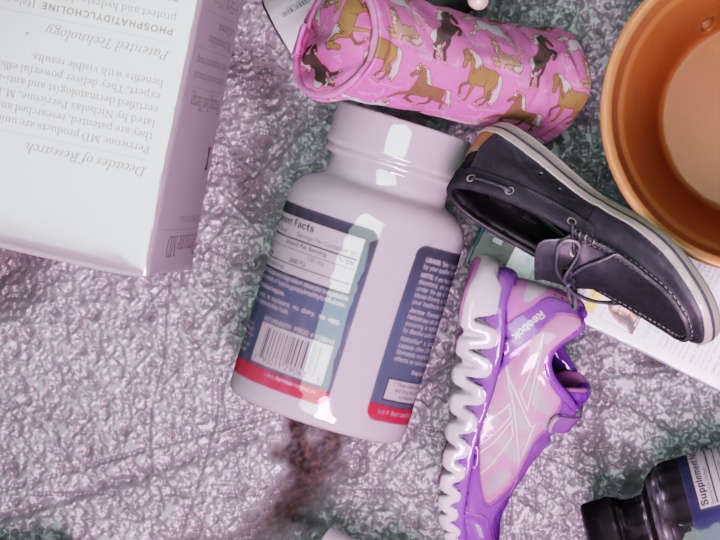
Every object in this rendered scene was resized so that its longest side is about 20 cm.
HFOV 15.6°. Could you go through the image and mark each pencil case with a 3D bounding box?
[{"bbox_3d":[0.053,-0.130,1.653,0.083,0.200,0.087,-48,50,34],"label":"pencil case"}]

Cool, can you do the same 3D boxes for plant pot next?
[{"bbox_3d":[0.251,-0.097,1.656,0.200,0.140,0.201,0,91,5],"label":"plant pot"}]

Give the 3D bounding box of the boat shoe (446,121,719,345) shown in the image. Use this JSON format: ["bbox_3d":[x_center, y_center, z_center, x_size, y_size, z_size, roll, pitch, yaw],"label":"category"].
[{"bbox_3d":[0.135,-0.013,1.614,0.200,0.075,0.062,39,67,20],"label":"boat shoe"}]

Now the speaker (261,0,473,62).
[{"bbox_3d":[0.040,-0.195,1.708,0.200,0.081,0.081,-31,87,5],"label":"speaker"}]

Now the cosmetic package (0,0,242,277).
[{"bbox_3d":[-0.181,-0.110,1.688,0.166,0.167,0.200,11,93,5],"label":"cosmetic package"}]

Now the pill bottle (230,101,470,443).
[{"bbox_3d":[0.000,0.000,1.695,0.119,0.120,0.200,18,93,6],"label":"pill bottle"}]

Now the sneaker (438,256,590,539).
[{"bbox_3d":[0.099,0.093,1.679,0.088,0.081,0.201,8,111,3],"label":"sneaker"}]

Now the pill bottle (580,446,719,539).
[{"bbox_3d":[0.247,0.164,1.674,0.200,0.112,0.112,-16,89,6],"label":"pill bottle"}]

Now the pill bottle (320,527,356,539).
[{"bbox_3d":[0.045,0.253,1.696,0.200,0.113,0.113,30,94,6],"label":"pill bottle"}]

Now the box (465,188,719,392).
[{"bbox_3d":[0.175,0.004,1.710,0.200,0.049,0.082,27,94,5],"label":"box"}]

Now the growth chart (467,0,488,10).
[{"bbox_3d":[0.042,-0.272,1.648,0.200,0.018,0.145,42,117,38],"label":"growth chart"}]
